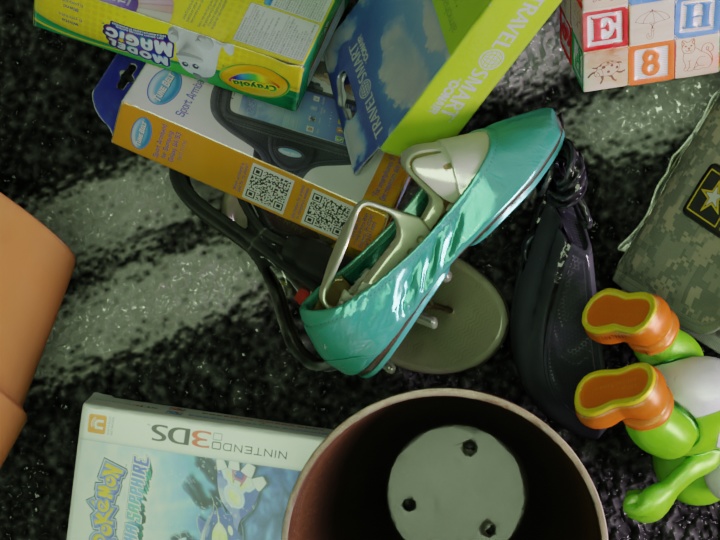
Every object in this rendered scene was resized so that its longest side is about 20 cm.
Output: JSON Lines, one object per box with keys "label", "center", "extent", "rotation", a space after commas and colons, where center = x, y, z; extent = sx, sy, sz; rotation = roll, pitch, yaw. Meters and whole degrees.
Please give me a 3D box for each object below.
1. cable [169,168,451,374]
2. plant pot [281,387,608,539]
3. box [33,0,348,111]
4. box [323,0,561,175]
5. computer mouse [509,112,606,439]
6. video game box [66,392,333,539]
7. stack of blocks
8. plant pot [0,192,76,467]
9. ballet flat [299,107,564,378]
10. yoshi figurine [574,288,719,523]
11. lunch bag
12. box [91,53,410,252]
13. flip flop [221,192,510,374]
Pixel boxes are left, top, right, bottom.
{"label": "cable", "center": [-0.045, -0.004, 1.616], "extent": [0.199, 0.050, 0.097], "rotation": [30, 85, 26]}
{"label": "plant pot", "center": [0.055, 0.150, 1.581], "extent": [0.186, 0.200, 0.188], "rotation": [0, 96, 5]}
{"label": "box", "center": [-0.112, -0.178, 1.605], "extent": [0.199, 0.048, 0.118], "rotation": [20, 51, 5]}
{"label": "box", "center": [0.055, -0.158, 1.558], "extent": [0.047, 0.122, 0.200], "rotation": [17, 129, -29]}
{"label": "computer mouse", "center": [0.114, 0.010, 1.611], "extent": [0.052, 0.139, 0.201], "rotation": [-9, 105, -3]}
{"label": "video game box", "center": [-0.098, 0.190, 1.675], "extent": [0.181, 0.047, 0.201], "rotation": [7, 95, 6]}
{"label": "stack of blocks", "center": [0.221, -0.184, 1.568], "extent": [0.199, 0.059, 0.116], "rotation": [-9, 128, -7]}
{"label": "plant pot", "center": [-0.269, 0.012, 1.609], "extent": [0.200, 0.200, 0.140], "rotation": [33, 80, 1]}
{"label": "ballet flat", "center": [0.037, -0.030, 1.529], "extent": [0.070, 0.067, 0.200], "rotation": [40, 89, -24]}
{"label": "yoshi figurine", "center": [0.191, 0.094, 1.590], "extent": [0.112, 0.112, 0.200], "rotation": [-46, 131, 6]}
{"label": "lunch bag", "center": [0.270, -0.015, 1.596], "extent": [0.199, 0.118, 0.165], "rotation": [31, 97, 8]}
{"label": "box", "center": [-0.061, -0.095, 1.611], "extent": [0.199, 0.119, 0.042], "rotation": [25, 133, 0]}
{"label": "flip flop", "center": [0.000, 0.000, 1.643], "extent": [0.199, 0.058, 0.081], "rotation": [34, 96, 1]}
